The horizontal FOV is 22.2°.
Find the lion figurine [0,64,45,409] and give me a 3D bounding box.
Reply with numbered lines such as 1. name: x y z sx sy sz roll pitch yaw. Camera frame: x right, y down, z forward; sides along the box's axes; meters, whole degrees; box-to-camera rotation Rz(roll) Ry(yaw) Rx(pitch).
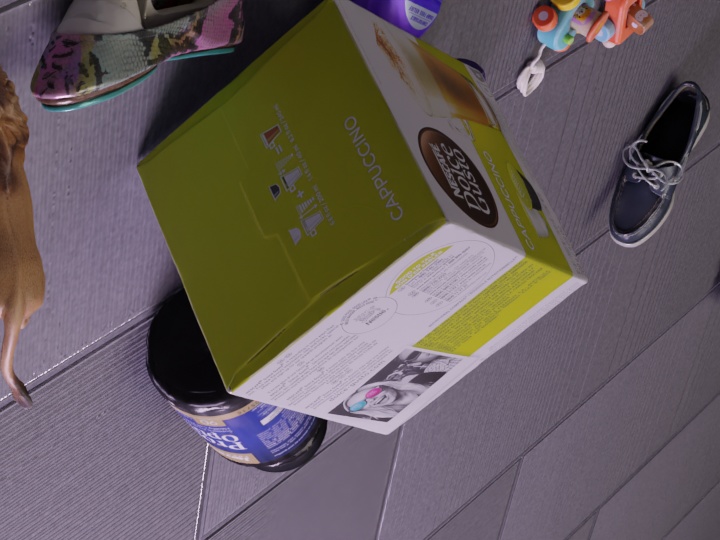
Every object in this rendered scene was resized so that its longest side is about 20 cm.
1. lion figurine: -0.213 -0.027 1.066 0.072 0.201 0.122 -17 168 -27

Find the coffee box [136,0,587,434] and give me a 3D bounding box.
1. coffee box: 0.000 -0.033 1.285 0.200 0.200 0.197 -38 150 22

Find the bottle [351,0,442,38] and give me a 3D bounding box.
1. bottle: 0.027 -0.217 1.370 0.083 0.065 0.201 14 98 -58

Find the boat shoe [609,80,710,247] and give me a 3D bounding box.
1. boat shoe: 0.338 -0.122 2.084 0.200 0.075 0.062 -57 157 -6

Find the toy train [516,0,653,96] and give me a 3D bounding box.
1. toy train: 0.234 -0.242 1.773 0.200 0.055 0.151 -39 149 -37

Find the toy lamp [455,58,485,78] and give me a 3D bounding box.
1. toy lamp: 0.067 -0.087 1.552 0.058 0.058 0.201 -33 148 -43

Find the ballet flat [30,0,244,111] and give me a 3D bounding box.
1. ballet flat: -0.141 -0.157 1.166 0.200 0.069 0.072 -30 126 -53

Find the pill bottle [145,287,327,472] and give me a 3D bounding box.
1. pill bottle: -0.091 0.092 1.477 0.112 0.112 0.200 -53 154 -12
